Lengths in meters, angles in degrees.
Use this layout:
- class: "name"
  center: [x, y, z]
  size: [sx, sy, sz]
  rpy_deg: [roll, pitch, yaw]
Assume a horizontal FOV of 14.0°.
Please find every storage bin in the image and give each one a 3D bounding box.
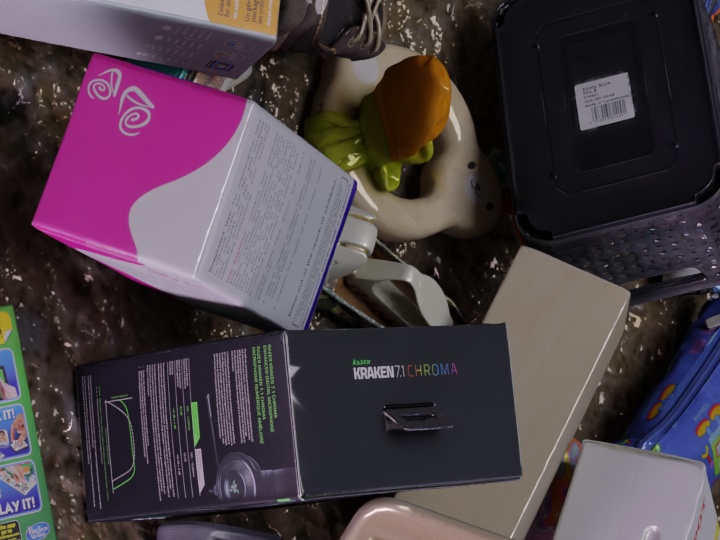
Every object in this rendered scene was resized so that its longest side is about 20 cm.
- class: "storage bin"
  center: [0.166, -0.087, 1.859]
  size: [0.094, 0.135, 0.201]
  rpy_deg: [60, 21, -52]

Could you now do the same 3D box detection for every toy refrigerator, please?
- class: "toy refrigerator"
  center: [0.088, 0.094, 1.777]
  size: [0.076, 0.070, 0.201]
  rpy_deg: [23, 68, 11]

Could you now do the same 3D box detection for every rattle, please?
- class: "rattle"
  center: [0.075, -0.079, 1.825]
  size: [0.200, 0.143, 0.131]
  rpy_deg: [29, 45, -29]

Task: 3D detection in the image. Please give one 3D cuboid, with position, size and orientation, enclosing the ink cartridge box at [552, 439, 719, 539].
- class: "ink cartridge box"
  center: [0.170, 0.215, 1.827]
  size: [0.200, 0.083, 0.146]
  rpy_deg: [69, 36, -58]

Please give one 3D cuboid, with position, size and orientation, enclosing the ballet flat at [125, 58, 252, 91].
- class: "ballet flat"
  center: [-0.088, -0.149, 1.731]
  size: [0.067, 0.068, 0.201]
  rpy_deg: [36, 60, -40]

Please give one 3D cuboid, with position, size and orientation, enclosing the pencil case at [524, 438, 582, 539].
- class: "pencil case"
  center: [0.081, 0.189, 1.814]
  size: [0.087, 0.087, 0.201]
  rpy_deg: [37, 59, -33]

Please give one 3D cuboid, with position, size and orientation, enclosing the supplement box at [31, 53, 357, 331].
- class: "supplement box"
  center: [-0.087, -0.037, 1.608]
  size: [0.200, 0.101, 0.104]
  rpy_deg: [31, 77, -72]

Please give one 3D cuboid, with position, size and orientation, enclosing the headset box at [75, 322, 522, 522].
- class: "headset box"
  center: [-0.030, 0.084, 1.645]
  size: [0.174, 0.199, 0.093]
  rpy_deg: [-1, 83, -44]

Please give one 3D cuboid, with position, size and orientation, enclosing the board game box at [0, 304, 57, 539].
- class: "board game box"
  center: [-0.257, 0.098, 1.547]
  size: [0.199, 0.029, 0.135]
  rpy_deg: [-10, 90, -44]

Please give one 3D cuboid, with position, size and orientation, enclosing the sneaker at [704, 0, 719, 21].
- class: "sneaker"
  center: [0.236, -0.199, 2.043]
  size: [0.078, 0.075, 0.201]
  rpy_deg: [41, 58, -34]

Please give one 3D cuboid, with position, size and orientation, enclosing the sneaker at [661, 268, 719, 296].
- class: "sneaker"
  center: [0.285, -0.032, 2.051]
  size: [0.199, 0.076, 0.077]
  rpy_deg: [-11, 94, -45]

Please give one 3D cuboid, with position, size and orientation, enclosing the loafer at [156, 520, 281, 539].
- class: "loafer"
  center: [-0.032, 0.193, 1.708]
  size: [0.199, 0.072, 0.063]
  rpy_deg: [16, 72, -27]

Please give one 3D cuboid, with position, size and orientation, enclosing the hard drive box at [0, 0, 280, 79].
- class: "hard drive box"
  center: [-0.144, -0.206, 1.634]
  size: [0.199, 0.077, 0.157]
  rpy_deg: [9, 74, -18]

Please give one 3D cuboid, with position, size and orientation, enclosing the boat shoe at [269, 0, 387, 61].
- class: "boat shoe"
  center: [-0.017, -0.160, 1.716]
  size: [0.073, 0.200, 0.075]
  rpy_deg: [10, 97, -1]

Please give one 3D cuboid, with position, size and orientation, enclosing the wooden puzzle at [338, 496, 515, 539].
- class: "wooden puzzle"
  center: [0.016, 0.222, 1.669]
  size: [0.185, 0.037, 0.200]
  rpy_deg: [23, 107, -44]

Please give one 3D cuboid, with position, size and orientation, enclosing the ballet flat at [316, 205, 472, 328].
- class: "ballet flat"
  center: [0.000, 0.000, 1.779]
  size: [0.200, 0.071, 0.069]
  rpy_deg: [36, 61, -32]

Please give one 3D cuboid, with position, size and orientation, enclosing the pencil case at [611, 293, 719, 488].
- class: "pencil case"
  center: [0.222, 0.096, 1.964]
  size: [0.200, 0.078, 0.087]
  rpy_deg: [-48, 143, -38]
